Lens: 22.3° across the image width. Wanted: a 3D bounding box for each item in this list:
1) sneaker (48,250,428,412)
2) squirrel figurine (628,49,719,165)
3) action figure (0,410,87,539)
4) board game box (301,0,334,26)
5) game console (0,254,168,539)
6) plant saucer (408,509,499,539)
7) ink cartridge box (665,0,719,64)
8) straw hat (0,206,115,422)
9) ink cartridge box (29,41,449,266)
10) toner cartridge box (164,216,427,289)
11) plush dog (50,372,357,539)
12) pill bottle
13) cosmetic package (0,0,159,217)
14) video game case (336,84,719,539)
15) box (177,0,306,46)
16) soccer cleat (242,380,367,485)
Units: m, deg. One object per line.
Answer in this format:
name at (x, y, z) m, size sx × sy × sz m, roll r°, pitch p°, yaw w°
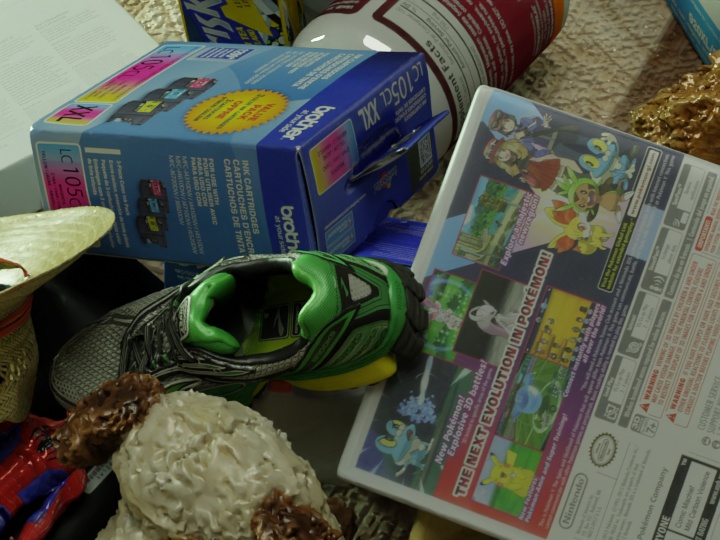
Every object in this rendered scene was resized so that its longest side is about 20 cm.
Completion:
sneaker at (-0.073, 0.026, 0.864) m, size 0.200 × 0.085 × 0.078 m, roll -19°, pitch 66°, yaw 30°
squirrel figurine at (0.239, -0.094, 0.995) m, size 0.141 × 0.187 × 0.200 m, roll 29°, pitch 57°, yaw 28°
action figure at (-0.192, 0.123, 0.888) m, size 0.065 × 0.052 × 0.200 m, roll 42°, pitch 56°, yaw 5°
board game box at (-0.035, -0.244, 1.219) m, size 0.105 × 0.103 × 0.200 m, roll 2°, pitch 48°, yaw 8°
game console at (-0.196, 0.078, 1.002) m, size 0.176 × 0.116 × 0.200 m, roll 41°, pitch 59°, yaw 0°
plant saucer at (0.145, 0.077, 0.884) m, size 0.200 × 0.048 × 0.200 m, roll 17°, pitch 85°, yaw 8°
ink cartridge box at (0.271, -0.236, 1.112) m, size 0.147 × 0.200 × 0.145 m, roll -14°, pitch 48°, yaw -6°
straw hat at (-0.198, 0.040, 0.891) m, size 0.201 × 0.085 × 0.201 m, roll -15°, pitch 15°, yaw 4°
ink cartridge box at (-0.050, -0.062, 0.958) m, size 0.200 × 0.076 × 0.136 m, roll 8°, pitch 30°, yaw 28°
toner cartridge box at (0.000, 0.000, 0.975) m, size 0.200 × 0.043 × 0.095 m, roll 11°, pitch 17°, yaw 35°
plush dog at (-0.056, 0.127, 0.832) m, size 0.200 × 0.172 × 0.160 m, roll 30°, pitch 58°, yaw 27°
pill bottle at (0.029, -0.129, 1.101) m, size 0.113 × 0.113 × 0.200 m, roll 27°, pitch 55°, yaw 27°
cosmetic package at (-0.225, -0.102, 1.146) m, size 0.200 × 0.052 × 0.151 m, roll -29°, pitch 53°, yaw -19°
video game case at (0.107, 0.035, 0.858) m, size 0.182 × 0.023 × 0.200 m, roll 20°, pitch 87°, yaw 7°
box at (-0.074, -0.176, 1.096) m, size 0.064 × 0.200 × 0.070 m, roll 0°, pitch 48°, yaw 7°
soccer cleat at (0.019, 0.073, 0.955) m, size 0.200 × 0.078 × 0.069 m, roll 0°, pitch 35°, yaw -21°
